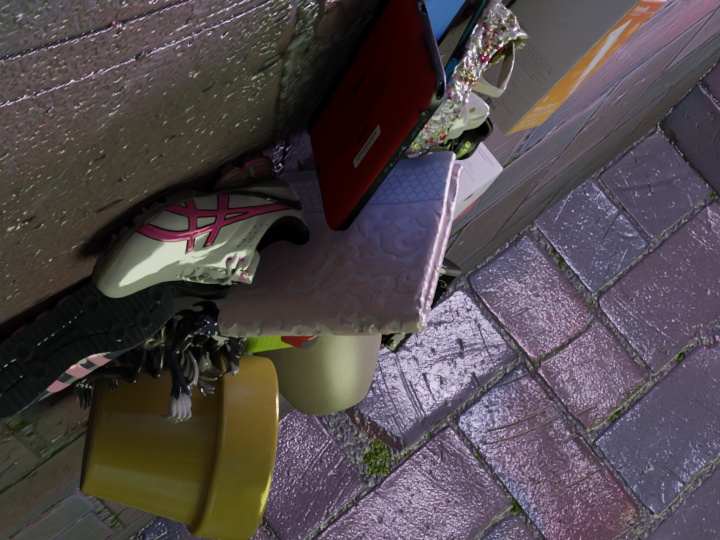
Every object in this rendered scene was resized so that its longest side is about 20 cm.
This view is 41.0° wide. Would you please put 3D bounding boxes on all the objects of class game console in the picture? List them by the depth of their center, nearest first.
[{"bbox_3d":[0.045,-0.150,0.815,0.117,0.174,0.200,3,149,-26],"label":"game console"}]

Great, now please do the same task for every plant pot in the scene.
[{"bbox_3d":[-0.202,0.184,1.053,0.186,0.203,0.201,10,152,-16],"label":"plant pot"}]

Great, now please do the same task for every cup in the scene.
[{"bbox_3d":[-0.054,0.110,1.311,0.197,0.145,0.200,-12,-166,3],"label":"cup"}]

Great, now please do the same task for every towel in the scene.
[{"bbox_3d":[-0.016,-0.023,0.861,0.197,0.032,0.193,-4,-130,28],"label":"towel"}]

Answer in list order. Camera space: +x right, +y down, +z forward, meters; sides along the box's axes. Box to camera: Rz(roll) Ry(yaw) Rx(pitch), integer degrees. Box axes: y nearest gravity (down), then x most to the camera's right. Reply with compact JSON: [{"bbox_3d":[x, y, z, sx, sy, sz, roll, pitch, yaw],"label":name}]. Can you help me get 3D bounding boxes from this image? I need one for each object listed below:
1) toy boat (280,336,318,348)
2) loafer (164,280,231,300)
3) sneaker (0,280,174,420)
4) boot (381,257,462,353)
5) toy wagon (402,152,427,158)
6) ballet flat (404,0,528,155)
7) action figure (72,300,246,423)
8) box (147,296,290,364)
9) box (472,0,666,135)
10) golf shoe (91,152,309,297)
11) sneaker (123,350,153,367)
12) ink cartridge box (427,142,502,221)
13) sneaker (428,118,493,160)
[{"bbox_3d":[0.000,0.000,0.977,0.201,0.130,0.131,-59,178,-15],"label":"toy boat"},{"bbox_3d":[-0.140,-0.006,0.955,0.069,0.069,0.200,-7,179,11],"label":"loafer"},{"bbox_3d":[-0.256,0.062,0.830,0.199,0.071,0.082,-30,-176,-35],"label":"sneaker"},{"bbox_3d":[0.071,0.043,1.340,0.155,0.073,0.204,-57,176,2],"label":"boot"},{"bbox_3d":[-0.005,-0.078,1.106,0.199,0.040,0.156,-38,155,-16],"label":"toy wagon"},{"bbox_3d":[0.101,-0.174,0.893,0.201,0.064,0.076,-58,-175,-24],"label":"ballet flat"},{"bbox_3d":[-0.175,0.088,0.938,0.197,0.104,0.119,-13,-176,20],"label":"action figure"},{"bbox_3d":[-0.146,0.061,1.081,0.197,0.048,0.122,-8,161,-13],"label":"box"},{"bbox_3d":[0.215,-0.255,1.049,0.200,0.098,0.124,-45,169,31],"label":"box"},{"bbox_3d":[-0.127,-0.024,0.805,0.199,0.092,0.073,-32,169,-32],"label":"golf shoe"},{"bbox_3d":[-0.224,0.129,1.171,0.075,0.085,0.199,-45,169,36],"label":"sneaker"},{"bbox_3d":[0.084,-0.093,1.352,0.199,0.083,0.147,-36,171,-26],"label":"ink cartridge box"},{"bbox_3d":[0.093,-0.160,1.062,0.071,0.083,0.199,-45,169,34],"label":"sneaker"}]
